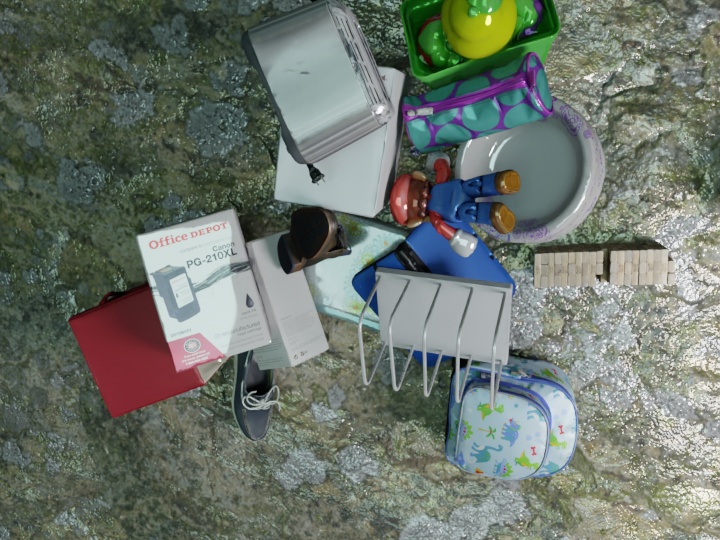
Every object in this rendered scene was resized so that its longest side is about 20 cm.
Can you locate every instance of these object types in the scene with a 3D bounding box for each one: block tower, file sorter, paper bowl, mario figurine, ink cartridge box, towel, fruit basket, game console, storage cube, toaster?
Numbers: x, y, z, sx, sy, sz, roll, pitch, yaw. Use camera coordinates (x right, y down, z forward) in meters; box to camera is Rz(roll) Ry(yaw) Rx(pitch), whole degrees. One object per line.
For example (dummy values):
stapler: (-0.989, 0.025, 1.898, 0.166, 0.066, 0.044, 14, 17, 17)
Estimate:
block tower: (0.360, -0.009, 0.962, 0.196, 0.058, 0.055, -2, 103, 10)
file sorter: (0.104, 0.097, 0.904, 0.197, 0.125, 0.141, 7, 126, 19)
paper bowl: (0.242, -0.140, 0.907, 0.198, 0.104, 0.205, 1, 91, 35)
mario figurine: (0.129, -0.097, 0.893, 0.198, 0.124, 0.107, 7, 139, 40)
ink cartridge box: (-0.224, 0.024, 0.930, 0.142, 0.084, 0.203, -16, 96, -8)
towel: (0.000, 0.000, 1.043, 0.197, 0.048, 0.174, 17, 103, 7)
fruit basket: (0.152, -0.331, 0.838, 0.212, 0.216, 0.158, -14, 68, 14)
game console: (0.116, 0.024, 1.003, 0.170, 0.119, 0.200, -31, 107, 36)
storage cube: (-0.334, 0.110, 1.072, 0.177, 0.171, 0.203, -20, 98, 14)
toaster: (-0.042, -0.217, 0.755, 0.127, 0.114, 0.203, -22, 96, 13)

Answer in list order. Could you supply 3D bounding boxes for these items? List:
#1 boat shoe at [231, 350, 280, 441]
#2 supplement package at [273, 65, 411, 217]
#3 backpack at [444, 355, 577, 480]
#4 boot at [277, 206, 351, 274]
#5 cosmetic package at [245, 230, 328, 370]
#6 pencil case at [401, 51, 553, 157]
boat shoe: (-0.178, 0.206, 1.110, 0.074, 0.061, 0.204, -3, 101, -34)
supplement package: (-0.020, -0.195, 0.918, 0.144, 0.200, 0.195, 10, 105, 8)
backpack: (0.235, 0.233, 0.998, 0.196, 0.147, 0.186, 6, 107, 7)
boot: (-0.050, -0.053, 0.918, 0.096, 0.200, 0.076, -16, 84, -26)
cosmetic package: (-0.139, 0.050, 1.031, 0.107, 0.084, 0.203, -13, 95, 50)
pencil case: (0.151, -0.219, 0.854, 0.197, 0.092, 0.087, -11, 83, 33)
